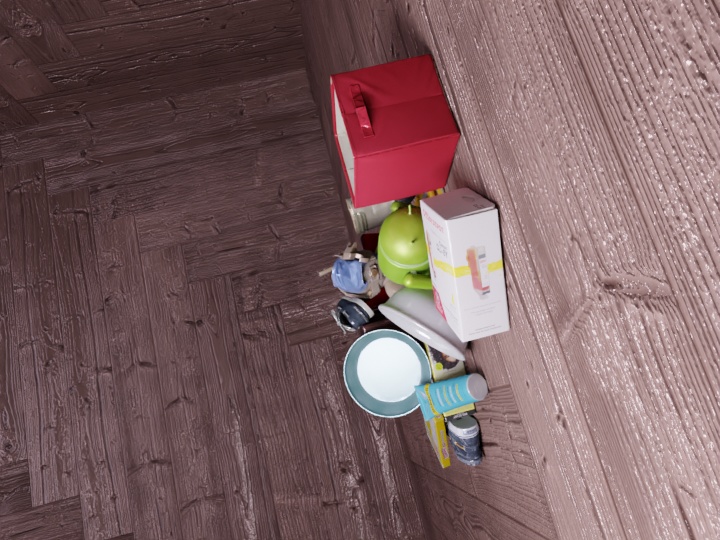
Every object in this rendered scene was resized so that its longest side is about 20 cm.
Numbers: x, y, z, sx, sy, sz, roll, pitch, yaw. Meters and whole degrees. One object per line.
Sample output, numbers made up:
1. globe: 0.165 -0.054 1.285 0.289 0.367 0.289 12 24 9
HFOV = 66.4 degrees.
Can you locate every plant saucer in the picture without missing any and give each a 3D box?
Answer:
1. plant saucer: 0.062 0.227 1.234 0.036 0.198 0.202 -32 -71 -77

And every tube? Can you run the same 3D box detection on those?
1. tube: 0.176 0.254 1.118 0.200 0.050 0.078 -39 61 55

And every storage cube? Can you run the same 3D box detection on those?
1. storage cube: 0.053 -0.238 0.966 0.200 0.178 0.172 88 168 -69

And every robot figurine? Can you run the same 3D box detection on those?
1. robot figurine: 0.091 -0.045 1.061 0.200 0.114 0.177 88 176 -68

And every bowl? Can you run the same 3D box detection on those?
1. bowl: 0.142 0.090 1.101 0.200 0.091 0.201 32 172 5

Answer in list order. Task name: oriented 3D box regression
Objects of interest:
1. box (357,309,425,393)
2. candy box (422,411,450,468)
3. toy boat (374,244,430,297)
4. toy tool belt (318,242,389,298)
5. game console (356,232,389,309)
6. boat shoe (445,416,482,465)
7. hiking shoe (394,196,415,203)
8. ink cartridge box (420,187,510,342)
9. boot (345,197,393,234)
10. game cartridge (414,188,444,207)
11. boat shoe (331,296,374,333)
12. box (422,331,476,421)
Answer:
1. box: 0.088 0.182 1.364 0.200 0.164 0.166 -154 52 -83
2. candy box: 0.172 0.361 1.271 0.103 0.026 0.201 -119 11 -48
3. toy boat: 0.120 -0.004 1.301 0.131 0.130 0.201 39 -154 -47
4. toy tool belt: 0.000 0.000 1.221 0.199 0.122 0.126 -10 83 56
5. game console: 0.050 0.005 1.418 0.119 0.199 0.173 53 124 24
6. boat shoe: 0.220 0.368 1.262 0.200 0.070 0.092 -142 41 -80
7. hiking shoe: 0.094 -0.229 1.184 0.101 0.075 0.202 65 -157 -75
8. ink cartridge box: 0.162 -0.013 0.871 0.145 0.083 0.202 -116 14 -69
9. boot: 0.037 -0.198 1.368 0.072 0.153 0.202 -117 15 -69
10. game cartridge: 0.150 -0.083 1.118 0.200 0.032 0.178 103 153 -76
11. boat shoe: -0.027 0.107 1.287 0.075 0.062 0.200 50 164 -12
12. box: 0.191 0.222 1.210 0.050 0.075 0.202 124 132 -83
